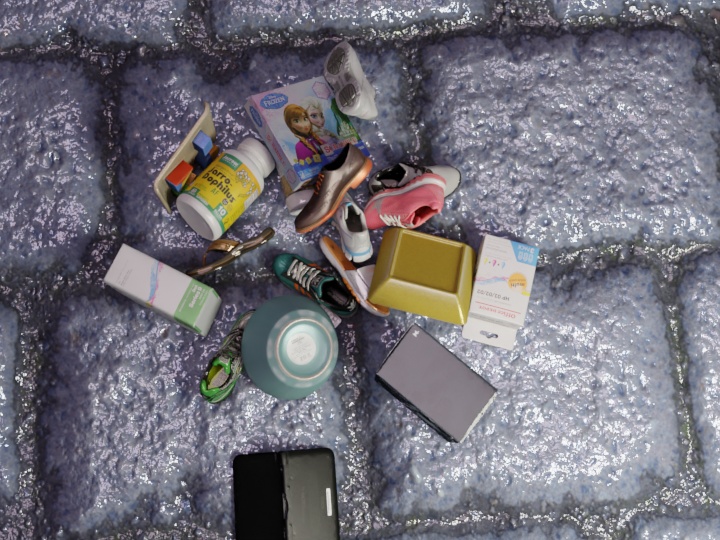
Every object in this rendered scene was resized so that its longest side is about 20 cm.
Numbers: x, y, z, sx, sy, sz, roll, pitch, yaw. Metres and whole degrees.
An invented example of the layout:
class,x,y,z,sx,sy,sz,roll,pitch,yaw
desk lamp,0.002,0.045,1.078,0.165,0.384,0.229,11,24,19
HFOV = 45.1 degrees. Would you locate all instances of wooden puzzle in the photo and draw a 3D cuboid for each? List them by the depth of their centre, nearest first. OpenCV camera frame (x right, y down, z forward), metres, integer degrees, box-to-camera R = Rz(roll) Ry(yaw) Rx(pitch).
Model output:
class,x,y,z,sx,sy,sz,roll,pitch,yaw
wooden puzzle,-0.332,-0.213,1.708,0.046,0.185,0.202,29,80,0

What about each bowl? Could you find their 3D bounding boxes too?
class,x,y,z,sx,sy,sz,roll,pitch,yaw
bowl,-0.119,0.148,1.649,0.197,0.105,0.206,1,87,-22

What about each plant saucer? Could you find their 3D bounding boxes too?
class,x,y,z,sx,sy,sz,roll,pitch,yaw
plant saucer,0.127,-0.004,1.693,0.196,0.049,0.202,13,48,2

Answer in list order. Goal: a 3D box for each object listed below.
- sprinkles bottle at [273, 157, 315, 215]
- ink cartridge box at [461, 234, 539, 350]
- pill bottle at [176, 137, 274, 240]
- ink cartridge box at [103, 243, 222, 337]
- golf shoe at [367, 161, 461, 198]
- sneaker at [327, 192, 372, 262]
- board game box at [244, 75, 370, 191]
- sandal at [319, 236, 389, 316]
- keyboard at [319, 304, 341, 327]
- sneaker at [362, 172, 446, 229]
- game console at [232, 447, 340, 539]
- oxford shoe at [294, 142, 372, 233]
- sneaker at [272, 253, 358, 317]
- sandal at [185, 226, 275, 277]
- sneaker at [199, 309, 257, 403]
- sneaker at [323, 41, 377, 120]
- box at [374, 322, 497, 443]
class,x,y,z,sx,sy,sz,roll,pitch,yaw
sprinkles bottle,-0.140,-0.217,1.766,0.067,0.068,0.204,-16,76,-4
ink cartridge box,0.277,0.044,1.724,0.113,0.068,0.204,13,79,2
pill bottle,-0.263,-0.167,1.728,0.112,0.113,0.201,38,67,6
ink cartridge box,-0.378,0.040,1.678,0.197,0.145,0.089,25,79,4
golf shoe,0.113,-0.179,1.754,0.196,0.095,0.079,-10,78,-4
sneaker,-0.028,-0.117,1.718,0.074,0.087,0.201,-20,55,-17
board game box,-0.104,-0.280,1.744,0.198,0.041,0.202,-26,82,-40
sandal,-0.003,0.000,1.718,0.059,0.079,0.208,-43,80,21
keyboard,-0.124,0.153,1.727,0.056,0.011,0.200,43,81,7
sneaker,0.080,-0.118,1.706,0.198,0.073,0.088,-25,49,31
game console,-0.142,0.450,1.666,0.173,0.116,0.205,2,78,-31
oxford shoe,-0.068,-0.161,1.682,0.201,0.071,0.072,-49,125,-3
sneaker,-0.090,0.020,1.716,0.198,0.080,0.072,30,78,9
sandal,-0.263,-0.044,1.725,0.198,0.082,0.055,-30,95,-9
sneaker,-0.243,0.167,1.686,0.077,0.085,0.202,28,79,5
sneaker,-0.015,-0.387,1.808,0.077,0.099,0.203,-30,55,28
box,0.136,0.214,1.624,0.199,0.197,0.125,38,81,7
